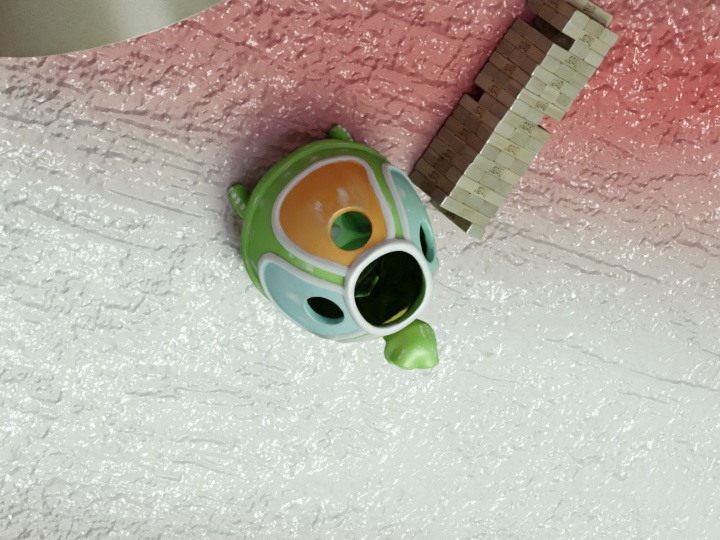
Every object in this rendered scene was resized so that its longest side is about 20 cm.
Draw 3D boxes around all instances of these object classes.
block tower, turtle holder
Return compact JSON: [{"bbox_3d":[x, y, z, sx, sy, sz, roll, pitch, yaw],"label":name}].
[{"bbox_3d":[0.116,-0.125,1.759,0.058,0.054,0.200,25,103,-40],"label":"block tower"},{"bbox_3d":[-0.009,0.000,1.702,0.141,0.132,0.186,-15,125,-26],"label":"turtle holder"}]

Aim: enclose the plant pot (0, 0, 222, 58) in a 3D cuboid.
[{"bbox_3d":[-0.177,-0.258,1.413,0.187,0.187,0.200,-23,114,-20],"label":"plant pot"}]
